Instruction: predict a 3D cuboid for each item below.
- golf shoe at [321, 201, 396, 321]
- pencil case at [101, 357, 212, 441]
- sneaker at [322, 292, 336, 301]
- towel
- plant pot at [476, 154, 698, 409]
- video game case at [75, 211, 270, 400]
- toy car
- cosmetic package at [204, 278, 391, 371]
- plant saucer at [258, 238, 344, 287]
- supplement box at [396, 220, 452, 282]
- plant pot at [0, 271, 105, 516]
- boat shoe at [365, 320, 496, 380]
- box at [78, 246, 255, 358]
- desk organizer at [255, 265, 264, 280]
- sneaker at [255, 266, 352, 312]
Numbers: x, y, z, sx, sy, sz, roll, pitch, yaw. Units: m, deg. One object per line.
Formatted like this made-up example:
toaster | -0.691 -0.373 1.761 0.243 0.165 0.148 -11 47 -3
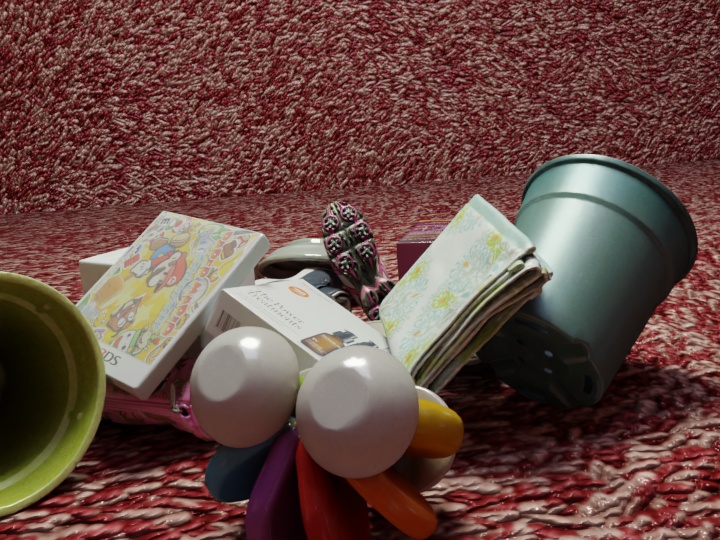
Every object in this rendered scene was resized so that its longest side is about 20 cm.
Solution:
golf shoe | 0.000 0.000 1.001 0.072 0.202 0.092 -26 -5 -8
pencil case | -0.227 0.126 0.734 0.197 0.087 0.084 2 53 22
sneaker | -0.129 0.057 0.930 0.197 0.075 0.082 -12 -14 25
towel | 0.091 0.018 0.695 0.171 0.048 0.200 -46 18 11
plant pot | 0.220 0.022 0.738 0.198 0.201 0.197 9 51 43
video game case | -0.214 0.024 0.736 0.180 0.023 0.201 13 55 39
toy car | -0.030 0.136 0.507 0.197 0.152 0.175 7 -19 25
cosmetic package | -0.032 0.083 0.702 0.199 0.052 0.150 33 15 21
plant saucer | -0.073 -0.016 1.195 0.196 0.051 0.200 3 -14 1
supplement box | 0.123 -0.014 1.180 0.084 0.112 0.200 0 13 16
plant pot | -0.367 0.110 0.652 0.199 0.204 0.182 -16 6 -44
boat shoe | 0.072 0.103 0.845 0.197 0.057 0.067 0 48 32
box | -0.233 0.057 0.872 0.197 0.155 0.106 5 15 30
desk organizer | -0.211 0.005 1.217 0.071 0.078 0.200 -27 15 -3
sneaker | -0.053 0.047 1.048 0.144 0.078 0.201 11 14 33
